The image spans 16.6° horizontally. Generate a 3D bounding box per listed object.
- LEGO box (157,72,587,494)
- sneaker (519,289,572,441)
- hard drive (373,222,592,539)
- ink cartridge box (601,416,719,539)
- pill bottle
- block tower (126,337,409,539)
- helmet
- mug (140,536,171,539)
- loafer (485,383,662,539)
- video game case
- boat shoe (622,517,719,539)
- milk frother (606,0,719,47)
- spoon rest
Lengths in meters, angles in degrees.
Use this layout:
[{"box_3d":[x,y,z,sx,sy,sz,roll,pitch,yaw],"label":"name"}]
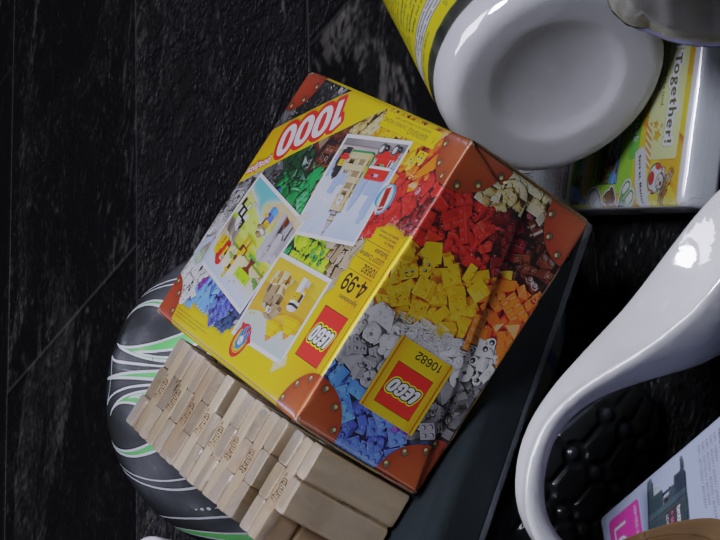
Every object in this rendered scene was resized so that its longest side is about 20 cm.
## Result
[{"box_3d":[0.000,0.000,1.183,0.149,0.077,0.200,-57,26,-1],"label":"LEGO box"},{"box_3d":[0.056,0.058,1.247,0.072,0.072,0.200,170,115,-69],"label":"sneaker"},{"box_3d":[0.029,0.068,1.184,0.139,0.033,0.200,-15,47,53],"label":"hard drive"},{"box_3d":[0.171,0.119,1.047,0.200,0.042,0.120,-48,41,49],"label":"ink cartridge box"},{"box_3d":[0.066,-0.150,1.223,0.113,0.112,0.200,-66,30,32],"label":"pill bottle"},{"box_3d":[-0.051,0.089,1.191,0.054,0.058,0.200,-58,26,-1],"label":"block tower"},{"box_3d":[-0.042,0.072,1.382,0.191,0.199,0.201,140,136,-80],"label":"helmet"},{"box_3d":[-0.054,0.247,1.368,0.149,0.153,0.187,142,132,-57],"label":"mug"},{"box_3d":[0.065,0.130,1.168,0.201,0.068,0.070,-51,21,-7],"label":"loafer"},{"box_3d":[0.135,-0.127,1.233,0.182,0.023,0.201,-179,98,-66],"label":"video game case"},{"box_3d":[0.105,0.181,1.051,0.200,0.072,0.072,-45,29,24],"label":"boat shoe"},{"box_3d":[0.190,-0.157,0.999,0.200,0.180,0.188,59,-179,16],"label":"milk frother"},{"box_3d":[0.125,0.042,1.094,0.200,0.061,0.099,-62,9,1],"label":"spoon rest"}]
